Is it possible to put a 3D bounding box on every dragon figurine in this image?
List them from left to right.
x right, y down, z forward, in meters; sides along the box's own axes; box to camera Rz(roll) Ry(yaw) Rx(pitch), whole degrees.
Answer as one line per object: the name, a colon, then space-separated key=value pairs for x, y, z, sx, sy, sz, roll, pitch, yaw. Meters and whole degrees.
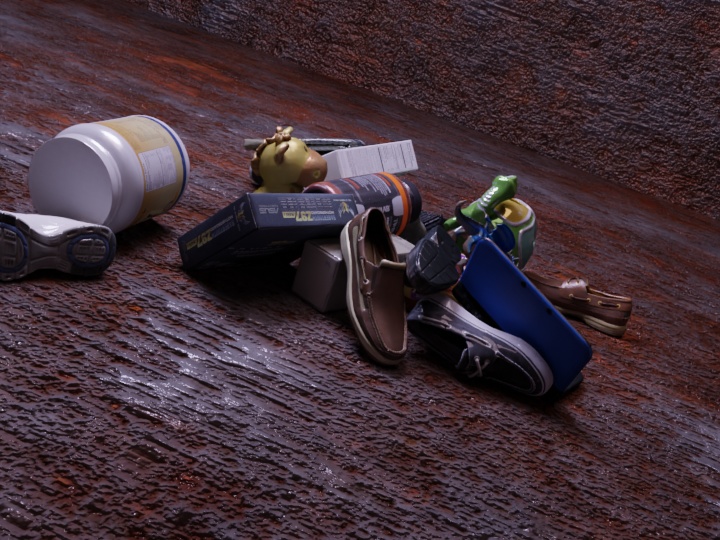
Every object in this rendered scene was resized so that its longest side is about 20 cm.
dragon figurine: x=0.184 y=-0.046 z=1.215 sx=0.099 sy=0.202 sz=0.059 roll=-30 pitch=37 yaw=-15

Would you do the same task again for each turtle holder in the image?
turtle holder: x=0.222 y=-0.071 z=1.401 sx=0.131 sy=0.188 sz=0.140 roll=-32 pitch=23 yaw=-19

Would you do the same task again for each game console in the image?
game console: x=0.228 y=0.056 z=1.095 sx=0.201 sy=0.119 sz=0.170 roll=50 pitch=29 yaw=19

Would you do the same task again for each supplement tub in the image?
supplement tub: x=-0.331 y=-0.127 z=1.115 sx=0.142 sy=0.147 sz=0.200 roll=21 pitch=19 yaw=10
supplement tub: x=0.006 y=-0.092 z=1.267 sx=0.198 sy=0.109 sz=0.106 roll=-16 pitch=37 yaw=-43

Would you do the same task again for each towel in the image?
towel: x=-0.097 y=-0.218 z=1.494 sx=0.196 sy=0.035 sz=0.193 roll=1 pitch=8 yaw=7

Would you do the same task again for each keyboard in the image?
keyboard: x=0.125 y=-0.098 z=1.623 sx=0.103 sy=0.040 sz=0.200 roll=24 pitch=21 yaw=16

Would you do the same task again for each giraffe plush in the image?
giraffe plush: x=-0.116 y=-0.134 z=1.303 sx=0.197 sy=0.165 sz=0.172 roll=5 pitch=23 yaw=-35

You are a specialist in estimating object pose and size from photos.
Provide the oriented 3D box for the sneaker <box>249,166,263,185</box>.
sneaker: x=-0.100 y=-0.164 z=1.550 sx=0.197 sy=0.072 sz=0.099 roll=0 pitch=25 yaw=-27

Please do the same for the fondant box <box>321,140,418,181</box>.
fondant box: x=-0.016 y=-0.173 z=1.458 sx=0.143 sy=0.059 sz=0.198 roll=-14 pitch=1 yaw=44

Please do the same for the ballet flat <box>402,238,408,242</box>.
ballet flat: x=0.024 y=-0.064 z=1.398 sx=0.071 sy=0.073 sz=0.200 roll=5 pitch=23 yaw=-34

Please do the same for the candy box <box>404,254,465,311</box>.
candy box: x=0.153 y=0.034 z=1.263 sx=0.116 sy=0.057 sz=0.199 roll=27 pitch=23 yaw=22

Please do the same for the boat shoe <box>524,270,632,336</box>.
boat shoe: x=0.367 y=0.040 z=1.426 sx=0.198 sy=0.069 sz=0.072 roll=24 pitch=20 yaw=16

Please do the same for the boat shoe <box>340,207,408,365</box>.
boat shoe: x=0.023 y=0.013 z=1.037 sx=0.074 sy=0.075 sz=0.205 roll=3 pitch=59 yaw=-35

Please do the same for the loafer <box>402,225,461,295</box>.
loafer: x=0.087 y=0.000 z=1.112 sx=0.073 sy=0.072 sz=0.200 roll=50 pitch=18 yaw=0

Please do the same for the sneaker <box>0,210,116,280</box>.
sneaker: x=-0.383 y=-0.032 z=0.950 sx=0.086 sy=0.076 sz=0.198 roll=20 pitch=8 yaw=43

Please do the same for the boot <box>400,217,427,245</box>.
boot: x=0.038 y=-0.117 z=1.447 sx=0.199 sy=0.068 sz=0.131 roll=32 pitch=-20 yaw=30

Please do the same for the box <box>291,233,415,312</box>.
box: x=0.000 y=0.000 z=1.178 sx=0.068 sy=0.083 sz=0.198 roll=31 pitch=22 yaw=33

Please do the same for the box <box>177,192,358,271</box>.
box: x=-0.119 y=-0.052 z=1.112 sx=0.198 sy=0.157 sz=0.052 roll=-6 pitch=74 yaw=-50

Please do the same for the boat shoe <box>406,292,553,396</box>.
boat shoe: x=0.146 y=0.104 z=1.053 sx=0.199 sy=0.072 sz=0.068 roll=35 pitch=46 yaw=14
